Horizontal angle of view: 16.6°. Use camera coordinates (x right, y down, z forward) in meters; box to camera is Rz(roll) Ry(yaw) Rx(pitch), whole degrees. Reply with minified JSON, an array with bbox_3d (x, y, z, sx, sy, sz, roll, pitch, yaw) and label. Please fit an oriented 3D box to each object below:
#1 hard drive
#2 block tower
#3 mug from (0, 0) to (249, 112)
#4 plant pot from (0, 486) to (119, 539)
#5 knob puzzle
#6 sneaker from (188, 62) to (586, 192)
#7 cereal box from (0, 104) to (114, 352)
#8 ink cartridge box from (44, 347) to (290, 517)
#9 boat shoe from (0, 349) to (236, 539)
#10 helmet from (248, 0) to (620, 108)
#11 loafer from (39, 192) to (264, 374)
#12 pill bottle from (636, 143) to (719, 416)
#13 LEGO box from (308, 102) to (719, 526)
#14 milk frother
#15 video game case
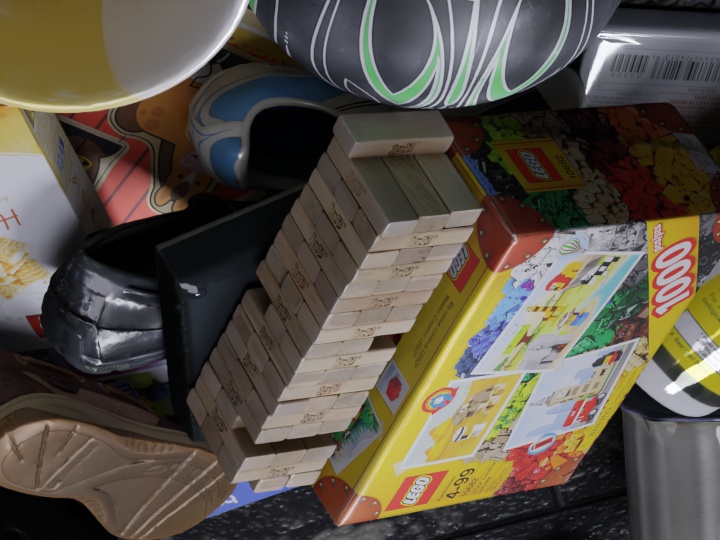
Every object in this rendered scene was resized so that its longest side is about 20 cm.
[{"bbox_3d":[0.000,0.000,1.183,0.200,0.033,0.140,-24,149,-16],"label":"hard drive"},{"bbox_3d":[-0.015,0.018,1.103,0.054,0.058,0.200,-6,140,-35],"label":"block tower"},{"bbox_3d":[-0.142,-0.167,1.026,0.186,0.153,0.150,-12,135,2],"label":"mug"},{"bbox_3d":[-0.232,0.173,1.321,0.199,0.200,0.178,23,120,-29],"label":"plant pot"},{"bbox_3d":[-0.130,-0.066,1.214,0.219,0.030,0.220,-6,135,-5],"label":"knob puzzle"},{"bbox_3d":[0.018,-0.066,1.190,0.199,0.073,0.072,-6,132,-16],"label":"sneaker"},{"bbox_3d":[-0.201,-0.025,1.201,0.144,0.040,0.200,-8,144,11],"label":"cereal box"},{"bbox_3d":[-0.080,0.074,1.355,0.119,0.042,0.200,-19,136,9],"label":"ink cartridge box"},{"bbox_3d":[-0.137,0.085,1.286,0.072,0.072,0.200,-42,148,16],"label":"boat shoe"},{"bbox_3d":[0.031,-0.162,1.052,0.199,0.200,0.191,-1,117,-9],"label":"helmet"},{"bbox_3d":[-0.066,-0.005,1.215,0.200,0.068,0.070,-17,142,-39],"label":"loafer"},{"bbox_3d":[0.217,-0.021,1.229,0.200,0.113,0.112,-35,130,25],"label":"pill bottle"},{"bbox_3d":[0.068,0.020,1.163,0.149,0.077,0.200,-7,141,-36],"label":"LEGO box"},{"bbox_3d":[0.181,0.148,1.419,0.200,0.180,0.189,1,103,28],"label":"milk frother"},{"bbox_3d":[0.192,-0.057,1.289,0.199,0.023,0.182,1,133,-13],"label":"video game case"}]
